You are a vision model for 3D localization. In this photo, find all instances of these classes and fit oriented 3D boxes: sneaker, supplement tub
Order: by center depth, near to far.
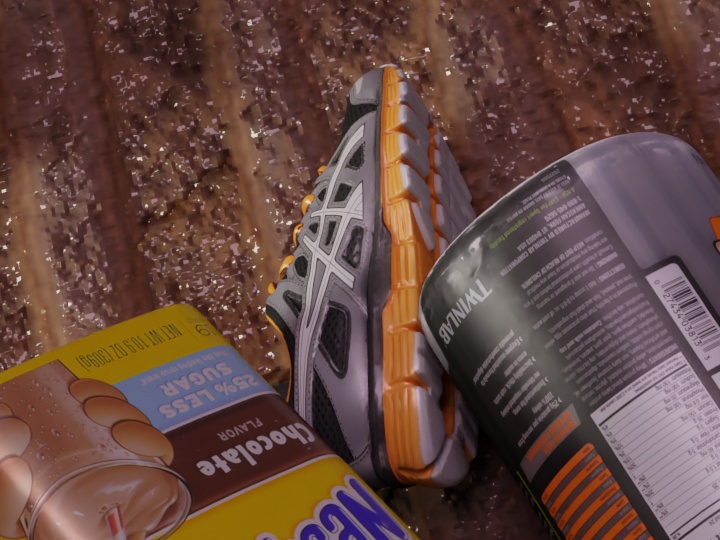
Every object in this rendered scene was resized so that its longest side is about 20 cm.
[{"bbox_3d":[0.118,0.062,0.899,0.122,0.123,0.201,-28,70,-10],"label":"supplement tub"},{"bbox_3d":[0.000,0.000,1.002,0.077,0.078,0.201,-16,47,21],"label":"sneaker"}]

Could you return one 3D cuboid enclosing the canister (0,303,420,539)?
[{"bbox_3d":[-0.049,0.114,0.888,0.148,0.087,0.200,-23,57,-42],"label":"canister"}]
